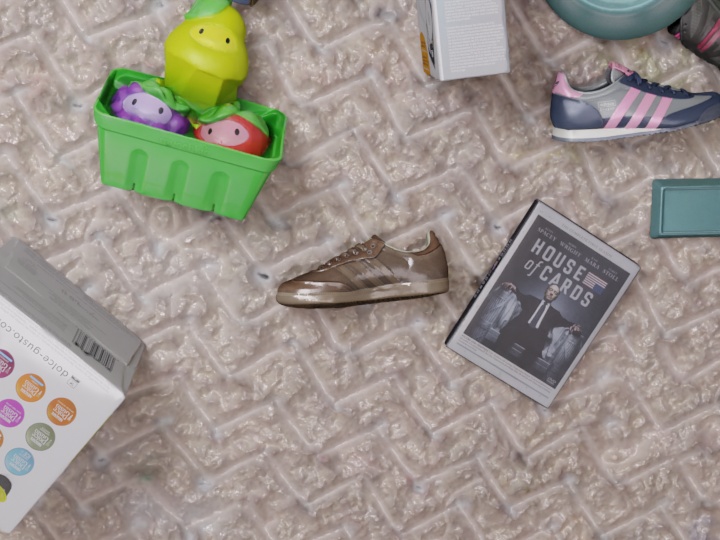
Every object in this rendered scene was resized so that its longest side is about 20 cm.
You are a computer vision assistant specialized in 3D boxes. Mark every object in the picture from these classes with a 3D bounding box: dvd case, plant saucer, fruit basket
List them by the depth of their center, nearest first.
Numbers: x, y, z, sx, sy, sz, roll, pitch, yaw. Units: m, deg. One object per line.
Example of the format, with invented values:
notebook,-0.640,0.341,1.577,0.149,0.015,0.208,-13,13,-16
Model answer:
fruit basket,-0.172,-0.182,1.312,0.213,0.156,0.218,0,119,0
plant saucer,0.280,-0.350,1.330,0.198,0.036,0.202,3,102,15
plant saucer,0.438,-0.072,1.445,0.198,0.019,0.071,-2,102,-6
dvd case,0.212,0.040,1.446,0.149,0.025,0.201,31,98,-11

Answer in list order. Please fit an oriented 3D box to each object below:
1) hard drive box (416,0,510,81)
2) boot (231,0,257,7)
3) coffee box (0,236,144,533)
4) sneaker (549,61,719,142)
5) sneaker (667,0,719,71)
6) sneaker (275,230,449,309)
hard drive box,0.100,-0.307,1.295,0.076,0.156,0.202,-7,102,-2
boot,-0.179,-0.352,1.299,0.199,0.075,0.097,31,141,20
coffee box,-0.374,0.115,1.319,0.199,0.200,0.198,41,97,-11
sneaker,0.309,-0.193,1.377,0.198,0.070,0.083,-8,104,-1
sneaker,0.388,-0.269,1.379,0.083,0.077,0.202,-23,99,16
sneaker,0.000,0.000,1.407,0.198,0.070,0.076,-5,84,-7
